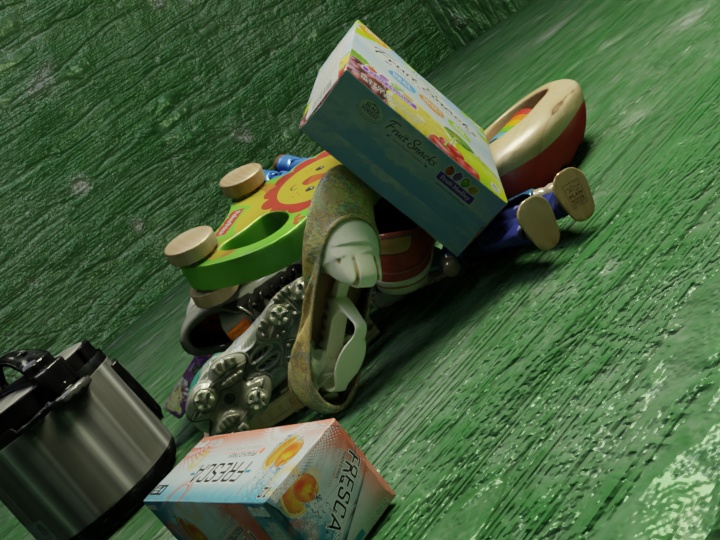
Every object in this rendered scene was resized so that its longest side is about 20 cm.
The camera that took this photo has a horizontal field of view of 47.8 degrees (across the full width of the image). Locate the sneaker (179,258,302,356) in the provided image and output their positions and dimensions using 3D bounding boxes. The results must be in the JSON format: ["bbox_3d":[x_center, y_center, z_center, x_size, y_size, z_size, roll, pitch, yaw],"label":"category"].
[{"bbox_3d":[-0.087,0.032,0.777,0.198,0.074,0.080,-26,18,17],"label":"sneaker"}]

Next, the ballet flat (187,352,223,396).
[{"bbox_3d":[-0.115,0.093,0.851,0.199,0.068,0.070,-34,-16,9],"label":"ballet flat"}]

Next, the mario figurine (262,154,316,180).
[{"bbox_3d":[-0.043,-0.086,0.934,0.199,0.105,0.125,7,73,52],"label":"mario figurine"}]

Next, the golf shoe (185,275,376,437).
[{"bbox_3d":[-0.076,0.065,0.733,0.199,0.079,0.097,-38,9,-12],"label":"golf shoe"}]

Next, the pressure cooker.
[{"bbox_3d":[-0.314,0.170,0.854,0.175,0.201,0.179,-37,11,4],"label":"pressure cooker"}]

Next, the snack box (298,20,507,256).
[{"bbox_3d":[0.038,-0.124,0.711,0.068,0.168,0.201,-47,17,21],"label":"snack box"}]

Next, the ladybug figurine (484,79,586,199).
[{"bbox_3d":[0.169,-0.123,0.837,0.200,0.072,0.135,-46,13,-34],"label":"ladybug figurine"}]

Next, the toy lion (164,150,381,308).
[{"bbox_3d":[-0.061,-0.059,0.769,0.190,0.069,0.201,-12,29,26],"label":"toy lion"}]

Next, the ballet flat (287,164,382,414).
[{"bbox_3d":[-0.014,0.020,0.650,0.071,0.070,0.203,-100,21,-77],"label":"ballet flat"}]

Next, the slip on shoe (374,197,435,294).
[{"bbox_3d":[0.040,-0.055,0.777,0.073,0.062,0.201,-8,30,12],"label":"slip on shoe"}]

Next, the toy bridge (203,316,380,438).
[{"bbox_3d":[-0.065,0.110,0.758,0.199,0.027,0.067,-38,13,-4],"label":"toy bridge"}]

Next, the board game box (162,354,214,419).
[{"bbox_3d":[-0.178,0.100,0.997,0.121,0.032,0.200,-53,3,6],"label":"board game box"}]

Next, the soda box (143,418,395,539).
[{"bbox_3d":[-0.067,0.148,0.527,0.068,0.064,0.199,-45,13,-33],"label":"soda box"}]

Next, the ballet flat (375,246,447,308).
[{"bbox_3d":[0.000,0.000,0.825,0.198,0.072,0.069,10,33,22],"label":"ballet flat"}]

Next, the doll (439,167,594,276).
[{"bbox_3d":[0.127,-0.042,0.714,0.136,0.049,0.200,-36,7,-17],"label":"doll"}]
